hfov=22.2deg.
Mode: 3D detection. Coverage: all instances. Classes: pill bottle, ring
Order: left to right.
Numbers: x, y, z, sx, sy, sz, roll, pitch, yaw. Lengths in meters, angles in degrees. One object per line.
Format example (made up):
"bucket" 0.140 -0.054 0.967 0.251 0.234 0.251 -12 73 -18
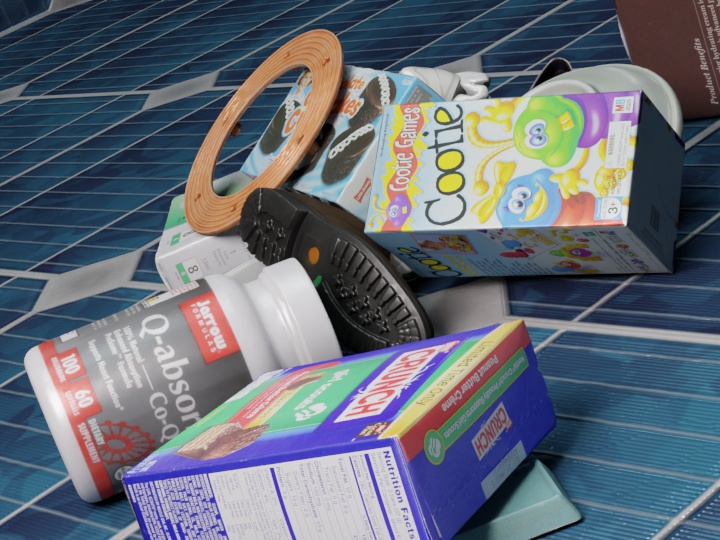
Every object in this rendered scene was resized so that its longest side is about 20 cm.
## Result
"pill bottle" -0.120 0.071 1.270 0.200 0.116 0.116 -23 19 -10
"ring" -0.078 -0.113 1.525 0.200 0.019 0.200 -39 32 29

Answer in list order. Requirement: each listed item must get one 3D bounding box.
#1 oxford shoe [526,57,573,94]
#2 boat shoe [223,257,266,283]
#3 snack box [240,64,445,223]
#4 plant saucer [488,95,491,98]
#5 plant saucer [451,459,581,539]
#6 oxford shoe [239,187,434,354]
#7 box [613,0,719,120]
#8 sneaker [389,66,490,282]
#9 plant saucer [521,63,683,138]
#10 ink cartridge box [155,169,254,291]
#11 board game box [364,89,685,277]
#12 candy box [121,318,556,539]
"oxford shoe" 0.150 -0.109 1.535 0.071 0.073 0.200 4 34 8
"boat shoe" -0.105 0.032 1.430 0.200 0.071 0.064 -20 8 -22
"snack box" -0.018 -0.108 1.485 0.116 0.037 0.200 -58 27 -6
"plant saucer" 0.020 -0.127 1.654 0.200 0.036 0.200 -6 15 2
"plant saucer" 0.023 0.157 1.046 0.200 0.019 0.070 -22 18 -3
"oxford shoe" 0.000 0.000 1.360 0.084 0.073 0.200 2 34 -44
"box" 0.349 -0.242 1.600 0.200 0.166 0.164 -3 26 39
"sneaker" 0.045 -0.081 1.488 0.081 0.075 0.200 17 60 -1
"plant saucer" 0.152 -0.093 1.432 0.200 0.050 0.200 -25 41 24
"ink cartridge box" -0.073 -0.057 1.579 0.200 0.050 0.161 -25 18 9
"board game box" 0.119 -0.060 1.325 0.200 0.103 0.105 -1 -19 27
"candy box" -0.010 0.107 1.083 0.200 0.077 0.169 -11 14 33
